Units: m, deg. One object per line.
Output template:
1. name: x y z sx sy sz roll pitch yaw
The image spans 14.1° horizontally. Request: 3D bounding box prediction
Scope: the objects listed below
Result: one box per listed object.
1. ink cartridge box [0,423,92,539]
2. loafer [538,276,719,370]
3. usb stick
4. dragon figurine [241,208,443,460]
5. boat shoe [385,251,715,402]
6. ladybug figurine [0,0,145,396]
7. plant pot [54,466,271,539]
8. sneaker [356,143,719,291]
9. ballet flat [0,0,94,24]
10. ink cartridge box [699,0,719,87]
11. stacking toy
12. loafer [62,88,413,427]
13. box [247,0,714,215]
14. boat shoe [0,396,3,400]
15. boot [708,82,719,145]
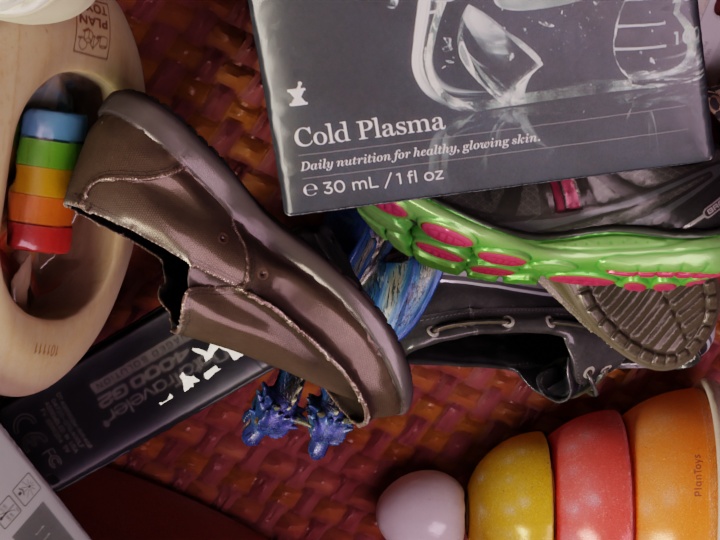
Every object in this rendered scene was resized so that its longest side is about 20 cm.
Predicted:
1. ink cartridge box: -0.226 0.068 1.360 0.044 0.173 0.200 -48 128 -19
2. loafer: 0.107 -0.030 1.473 0.076 0.067 0.200 -44 112 -3
3. usb stick: -0.089 0.044 1.417 0.199 0.033 0.056 -30 94 15
4. dragon figurine: 0.000 0.000 1.448 0.059 0.100 0.200 22 111 -34
5. boat shoe: 0.100 0.037 1.521 0.199 0.067 0.070 13 153 -30
6. ladybug figurine: -0.160 -0.045 1.336 0.135 0.072 0.201 11 89 -54
7. plant pot: -0.140 0.213 1.482 0.200 0.200 0.176 -44 117 9
8. sneaker: 0.089 -0.039 1.400 0.199 0.077 0.084 6 76 -18
9. ballet flat: -0.173 -0.146 1.210 0.069 0.070 0.200 -47 134 11
10. ink cartridge box: 0.119 -0.172 1.425 0.199 0.047 0.161 6 119 -32
11. stacking toy: 0.108 0.129 1.590 0.199 0.146 0.147 2 123 -3
12. loafer: -0.060 0.007 1.330 0.200 0.073 0.071 44 77 -10
13. box: 0.049 -0.147 1.304 0.199 0.124 0.198 -8 114 5
14. boat shoe: -0.220 0.005 1.385 0.072 0.072 0.201 -48 134 -29
15. boot: 0.235 -0.038 1.518 0.150 0.073 0.201 -26 127 -30
